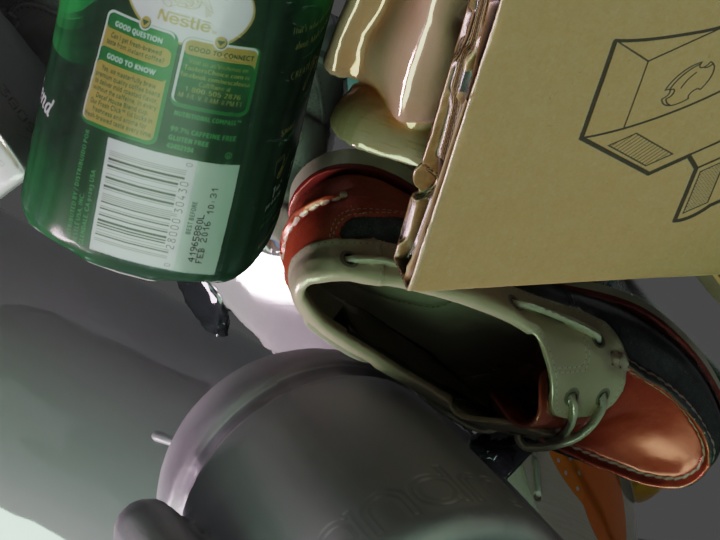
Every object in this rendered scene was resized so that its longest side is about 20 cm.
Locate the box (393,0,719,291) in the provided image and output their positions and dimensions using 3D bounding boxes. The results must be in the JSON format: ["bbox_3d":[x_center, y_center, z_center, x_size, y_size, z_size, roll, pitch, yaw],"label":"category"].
[{"bbox_3d":[0.121,-0.062,0.662,0.199,0.021,0.164,-3,134,-20],"label":"box"}]

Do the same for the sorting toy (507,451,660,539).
[{"bbox_3d":[0.089,0.186,0.946,0.106,0.181,0.200,1,150,-22],"label":"sorting toy"}]

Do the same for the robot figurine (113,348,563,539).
[{"bbox_3d":[-0.001,0.102,0.760,0.169,0.200,0.113,2,116,-34],"label":"robot figurine"}]

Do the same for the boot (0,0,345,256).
[{"bbox_3d":[-0.106,-0.067,0.779,0.199,0.096,0.074,14,166,6],"label":"boot"}]

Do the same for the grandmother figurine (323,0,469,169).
[{"bbox_3d":[0.038,-0.129,0.642,0.060,0.121,0.201,17,123,1],"label":"grandmother figurine"}]

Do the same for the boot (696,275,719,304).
[{"bbox_3d":[0.138,-0.054,0.733,0.075,0.074,0.200,-12,132,20],"label":"boot"}]

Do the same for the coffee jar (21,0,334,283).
[{"bbox_3d":[-0.047,-0.104,0.663,0.085,0.104,0.201,16,117,0],"label":"coffee jar"}]

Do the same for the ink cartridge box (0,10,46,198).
[{"bbox_3d":[-0.204,-0.040,0.774,0.200,0.050,0.109,-32,99,33],"label":"ink cartridge box"}]

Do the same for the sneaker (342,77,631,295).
[{"bbox_3d":[0.071,-0.023,0.792,0.086,0.078,0.200,-12,134,29],"label":"sneaker"}]

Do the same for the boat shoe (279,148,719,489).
[{"bbox_3d":[0.054,0.031,0.762,0.200,0.063,0.071,33,121,-23],"label":"boat shoe"}]

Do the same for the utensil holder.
[{"bbox_3d":[-0.129,0.077,0.928,0.199,0.171,0.170,26,143,-15],"label":"utensil holder"}]

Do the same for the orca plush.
[{"bbox_3d":[0.000,0.000,0.854,0.200,0.071,0.105,39,132,5],"label":"orca plush"}]
